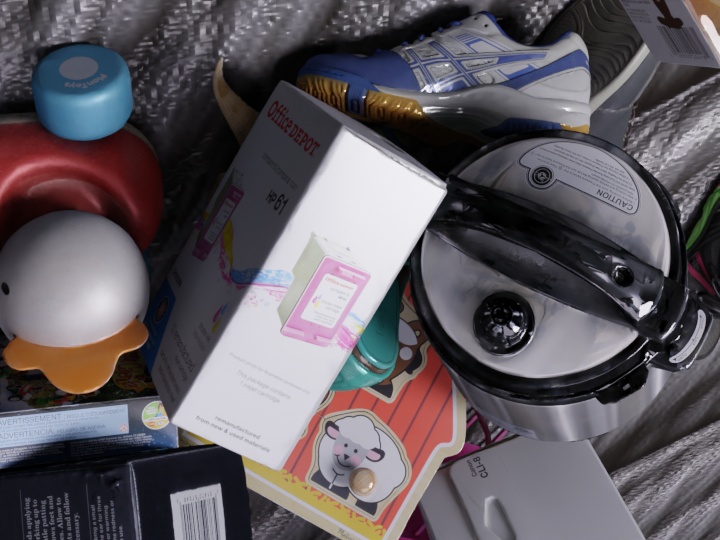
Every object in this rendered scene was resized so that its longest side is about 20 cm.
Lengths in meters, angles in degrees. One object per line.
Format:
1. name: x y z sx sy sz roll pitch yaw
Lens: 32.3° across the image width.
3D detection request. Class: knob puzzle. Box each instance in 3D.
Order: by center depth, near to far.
1. knob puzzle: -0.012 0.074 0.881 0.217 0.222 0.030 -15 171 -5

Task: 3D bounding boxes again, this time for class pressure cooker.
1. pressure cooker: 0.122 0.011 0.788 0.174 0.180 0.200 -16 159 8

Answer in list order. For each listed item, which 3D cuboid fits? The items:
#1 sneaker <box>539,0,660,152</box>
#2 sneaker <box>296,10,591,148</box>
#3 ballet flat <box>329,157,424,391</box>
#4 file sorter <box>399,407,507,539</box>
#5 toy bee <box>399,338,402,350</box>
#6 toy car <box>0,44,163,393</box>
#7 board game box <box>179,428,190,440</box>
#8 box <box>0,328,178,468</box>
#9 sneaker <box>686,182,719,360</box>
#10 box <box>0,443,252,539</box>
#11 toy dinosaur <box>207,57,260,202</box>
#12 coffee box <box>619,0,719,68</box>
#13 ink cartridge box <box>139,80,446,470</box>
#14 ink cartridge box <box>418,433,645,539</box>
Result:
1. sneaker: 0.173 -0.122 0.900 0.106 0.075 0.201 8 130 -43
2. sneaker: 0.057 -0.132 0.842 0.198 0.089 0.075 9 169 -1
3. ballet flat: 0.000 0.000 0.851 0.070 0.201 0.067 -28 123 36
4. file sorter: 0.092 0.156 1.079 0.199 0.140 0.126 21 122 -35
5. toy bee: -0.004 0.041 0.955 0.109 0.131 0.201 -42 126 -13
6. toy car: -0.201 -0.003 0.769 0.175 0.201 0.186 -8 135 -12
7. board game box: -0.148 0.113 0.958 0.198 0.048 0.151 -5 169 -16
8. box: -0.206 0.071 0.844 0.135 0.200 0.038 -5 108 -16
9. sneaker: 0.309 0.008 1.054 0.076 0.084 0.201 -3 133 -17
10. box: -0.190 0.176 0.808 0.198 0.106 0.148 -9 174 21
11. toy dinosaur: -0.065 -0.076 0.869 0.101 0.058 0.199 -50 134 7
12. coffee box: 0.179 -0.231 0.708 0.114 0.080 0.201 -39 111 -6
13. ink cartridge box: -0.049 -0.004 0.774 0.084 0.145 0.201 29 97 -26
14. ink cartridge box: 0.143 0.245 0.982 0.143 0.146 0.201 -23 134 -3
